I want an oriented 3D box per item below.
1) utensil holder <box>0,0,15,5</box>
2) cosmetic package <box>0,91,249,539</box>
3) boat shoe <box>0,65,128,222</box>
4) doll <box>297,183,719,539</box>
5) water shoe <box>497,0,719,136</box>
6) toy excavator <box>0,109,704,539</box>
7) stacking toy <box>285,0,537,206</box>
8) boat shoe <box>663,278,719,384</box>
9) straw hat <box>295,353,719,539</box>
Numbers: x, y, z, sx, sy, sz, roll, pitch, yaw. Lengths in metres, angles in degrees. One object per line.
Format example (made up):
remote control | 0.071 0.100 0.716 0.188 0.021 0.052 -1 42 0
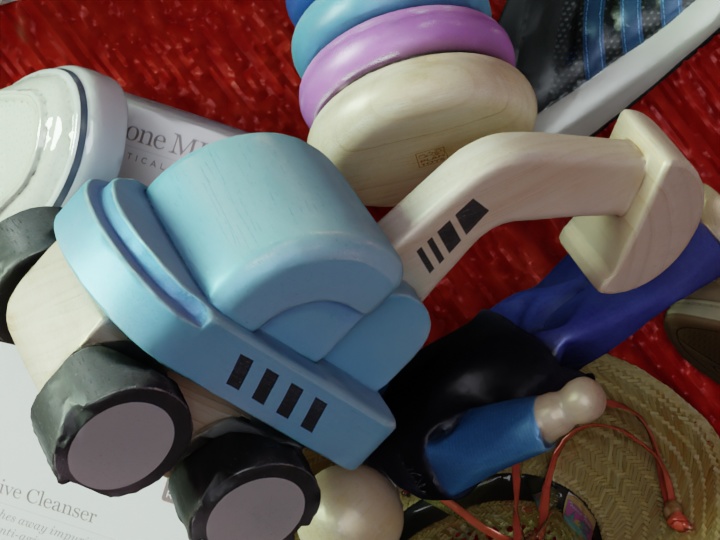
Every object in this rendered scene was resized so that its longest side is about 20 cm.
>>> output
utensil holder | -0.174 -0.200 0.844 0.169 0.170 0.201 -16 89 1
cosmetic package | -0.091 0.035 0.892 0.112 0.081 0.201 16 93 2
boat shoe | -0.171 -0.028 0.837 0.086 0.202 0.075 16 64 -39
doll | 0.056 0.039 0.858 0.200 0.136 0.049 -38 112 -16
water shoe | 0.096 -0.107 0.888 0.200 0.072 0.079 -40 89 2
toy excavator | 0.000 0.000 0.785 0.200 0.100 0.194 -46 133 13
stacking toy | 0.002 -0.129 0.864 0.085 0.085 0.201 -15 66 1
boat shoe | 0.213 0.021 0.872 0.199 0.072 0.065 5 60 34
straw hat | 0.049 0.125 0.885 0.200 0.201 0.085 -8 133 1
